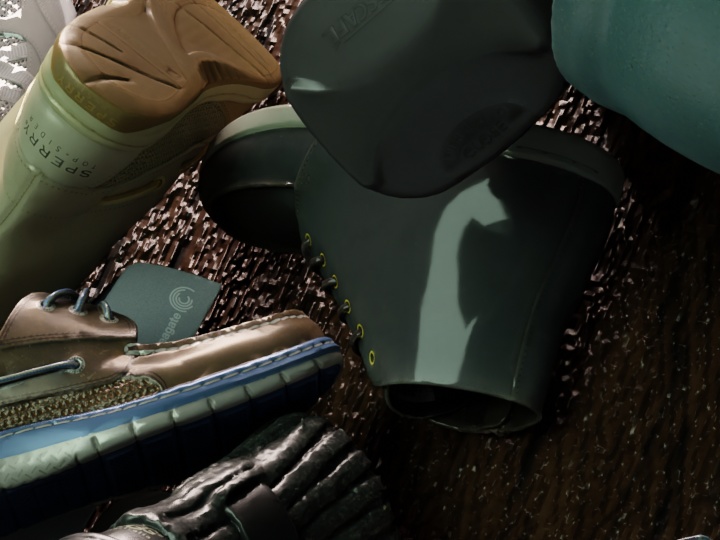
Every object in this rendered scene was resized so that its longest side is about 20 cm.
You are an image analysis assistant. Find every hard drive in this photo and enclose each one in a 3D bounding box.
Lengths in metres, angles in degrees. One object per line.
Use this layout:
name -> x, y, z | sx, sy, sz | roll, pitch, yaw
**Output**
hard drive -> -0.131, 0.091, 1.111 | 0.201, 0.042, 0.135 | -60, 10, -22

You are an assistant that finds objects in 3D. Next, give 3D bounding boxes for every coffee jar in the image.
coffee jar -> 0.048, -0.101, 1.002 | 0.104, 0.085, 0.200 | -39, 5, 31

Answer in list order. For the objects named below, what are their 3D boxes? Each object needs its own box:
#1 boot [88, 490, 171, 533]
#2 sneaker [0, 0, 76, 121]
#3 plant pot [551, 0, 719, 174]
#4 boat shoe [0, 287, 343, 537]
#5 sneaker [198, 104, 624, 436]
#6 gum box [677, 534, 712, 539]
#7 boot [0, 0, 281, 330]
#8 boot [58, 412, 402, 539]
boot -> -0.128, 0.177, 1.097 | 0.095, 0.073, 0.201 | 1, 64, 47
sneaker -> -0.179, -0.072, 1.294 | 0.075, 0.082, 0.201 | -24, 51, 34
plant pot -> 0.175, -0.096, 0.882 | 0.134, 0.200, 0.201 | 42, 100, 22
boat shoe -> -0.106, 0.045, 1.025 | 0.199, 0.072, 0.073 | -18, 70, -12
sneaker -> 0.000, 0.000, 1.070 | 0.199, 0.075, 0.107 | 1, 67, 45
gum box -> 0.084, 0.144, 0.799 | 0.169, 0.200, 0.045 | -18, 54, 38
boot -> -0.113, -0.036, 1.156 | 0.156, 0.073, 0.200 | -52, -2, 20
boot -> -0.047, 0.167, 0.983 | 0.079, 0.158, 0.212 | 10, 107, 29
